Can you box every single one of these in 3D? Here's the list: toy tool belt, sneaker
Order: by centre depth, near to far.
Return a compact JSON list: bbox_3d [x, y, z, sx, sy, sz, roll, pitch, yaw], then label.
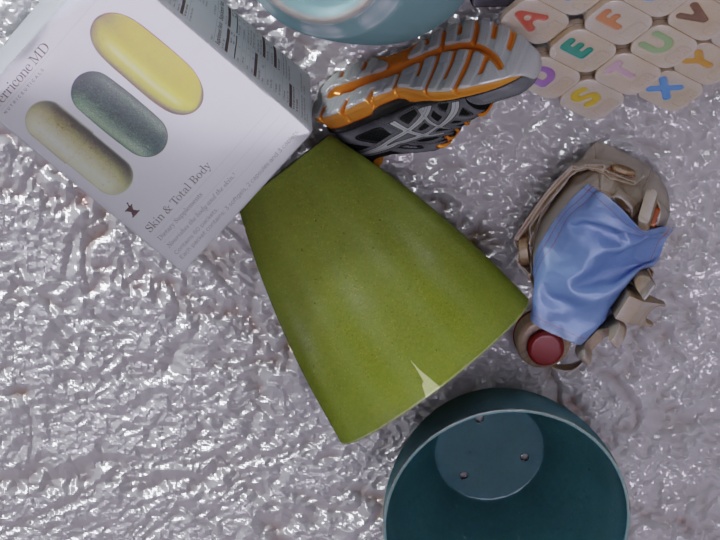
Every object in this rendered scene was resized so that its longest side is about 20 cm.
[{"bbox_3d":[0.059,-0.133,1.536,0.199,0.079,0.077,-11,131,38],"label":"sneaker"},{"bbox_3d":[0.181,0.006,1.592,0.124,0.123,0.201,21,109,-11],"label":"toy tool belt"}]

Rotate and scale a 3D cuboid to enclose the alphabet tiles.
[{"bbox_3d":[0.214,-0.183,1.518,0.195,0.015,0.200,22,138,-32],"label":"alphabet tiles"}]

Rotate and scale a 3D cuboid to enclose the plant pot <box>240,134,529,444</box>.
[{"bbox_3d":[0.000,0.000,1.566,0.187,0.187,0.200,-36,94,11],"label":"plant pot"}]

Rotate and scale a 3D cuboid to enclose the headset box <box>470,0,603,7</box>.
[{"bbox_3d":[0.158,-0.281,1.504,0.198,0.075,0.150,-1,113,-3],"label":"headset box"}]

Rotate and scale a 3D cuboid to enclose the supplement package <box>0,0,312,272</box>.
[{"bbox_3d":[-0.159,-0.137,1.502,0.200,0.151,0.152,40,105,-16],"label":"supplement package"}]

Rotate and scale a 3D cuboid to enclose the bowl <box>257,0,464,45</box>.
[{"bbox_3d":[-0.015,-0.248,1.456,0.199,0.105,0.202,9,115,19],"label":"bowl"}]

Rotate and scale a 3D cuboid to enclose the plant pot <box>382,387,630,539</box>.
[{"bbox_3d":[0.114,0.178,1.648,0.199,0.135,0.201,-1,111,-2],"label":"plant pot"}]
